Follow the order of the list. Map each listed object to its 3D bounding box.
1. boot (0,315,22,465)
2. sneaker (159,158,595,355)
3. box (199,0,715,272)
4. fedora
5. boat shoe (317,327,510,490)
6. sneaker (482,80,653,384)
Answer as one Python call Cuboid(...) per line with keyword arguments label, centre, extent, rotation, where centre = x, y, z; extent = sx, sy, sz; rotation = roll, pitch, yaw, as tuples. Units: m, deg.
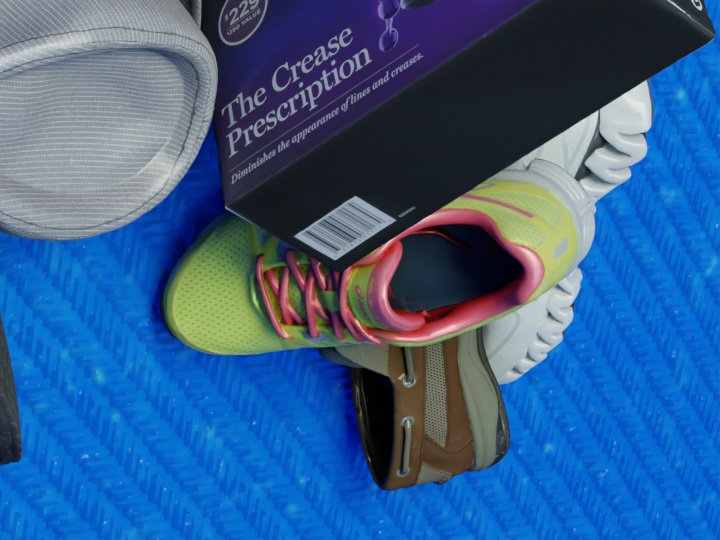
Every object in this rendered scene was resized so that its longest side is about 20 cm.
Cuboid(label="boot", centre=(-0.213, 0.035, 0.976), extent=(0.131, 0.070, 0.200), rotation=(-15, 152, -1))
Cuboid(label="sneaker", centre=(0.000, 0.000, 1.067), extent=(0.199, 0.090, 0.078), rotation=(-15, 107, 16))
Cuboid(label="box", centre=(0.031, -0.113, 0.999), extent=(0.200, 0.142, 0.079), rotation=(-32, 137, 29))
Cuboid(label="fedora", centre=(-0.134, -0.074, 0.958), extent=(0.199, 0.090, 0.177), rotation=(9, 116, -44))
Cuboid(label="boat shoe", centre=(0.014, 0.021, 1.151), extent=(0.074, 0.076, 0.201), rotation=(-24, 116, -16))
Cuboid(label="sneaker", centre=(0.071, -0.027, 1.162), extent=(0.081, 0.075, 0.201), rotation=(1, 132, -20))
